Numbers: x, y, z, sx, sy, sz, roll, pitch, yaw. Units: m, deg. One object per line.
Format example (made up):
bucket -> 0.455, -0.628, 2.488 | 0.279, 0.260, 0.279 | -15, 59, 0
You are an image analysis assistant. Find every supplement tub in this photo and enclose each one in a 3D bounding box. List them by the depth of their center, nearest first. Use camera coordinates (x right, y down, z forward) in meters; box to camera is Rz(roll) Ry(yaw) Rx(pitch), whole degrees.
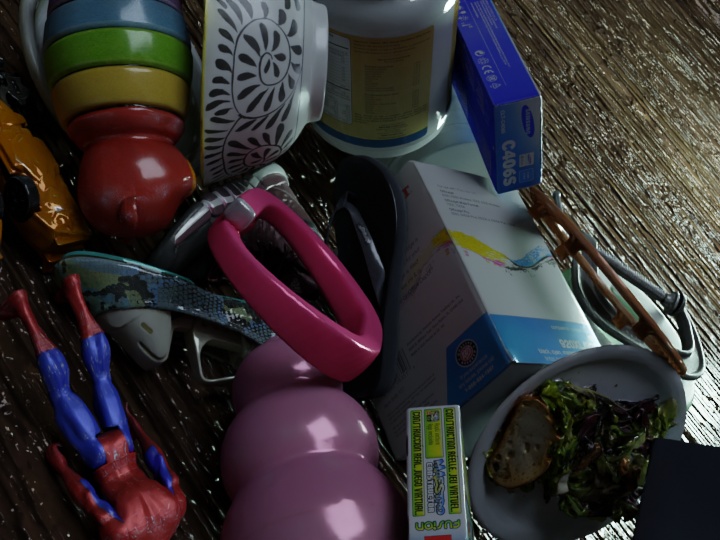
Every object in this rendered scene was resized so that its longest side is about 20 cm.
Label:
supplement tub -> 0.015, -0.217, 0.817 | 0.141, 0.202, 0.147 | 0, 52, 0
supplement tub -> 0.054, -0.167, 0.985 | 0.130, 0.132, 0.203 | 5, 50, -41

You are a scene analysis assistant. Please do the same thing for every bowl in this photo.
bowl -> -0.074, -0.165, 0.720 | 0.092, 0.203, 0.204 | 1, 47, -8

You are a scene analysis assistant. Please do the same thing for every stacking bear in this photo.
stacking bear -> -0.165, -0.123, 0.656 | 0.111, 0.121, 0.205 | -2, 80, -25

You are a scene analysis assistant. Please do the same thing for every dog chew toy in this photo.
dog chew toy -> -0.037, 0.133, 0.601 | 0.123, 0.125, 0.203 | 14, 45, -34

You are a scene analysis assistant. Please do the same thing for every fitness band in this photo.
fitness band -> -0.040, 0.006, 0.650 | 0.144, 0.037, 0.200 | 46, 9, -5

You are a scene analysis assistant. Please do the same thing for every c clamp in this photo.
c clamp -> 0.272, 0.017, 0.932 | 0.198, 0.027, 0.172 | 35, 37, -12

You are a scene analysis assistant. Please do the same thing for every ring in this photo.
ring -> 0.204, 0.012, 0.787 | 0.201, 0.019, 0.201 | 50, 6, -7

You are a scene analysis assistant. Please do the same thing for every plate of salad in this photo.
plate of salad -> 0.178, 0.150, 0.734 | 0.197, 0.203, 0.048 | 20, 19, -29

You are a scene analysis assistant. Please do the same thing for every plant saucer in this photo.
plant saucer -> -0.204, -0.155, 0.763 | 0.199, 0.050, 0.204 | 35, 43, -41

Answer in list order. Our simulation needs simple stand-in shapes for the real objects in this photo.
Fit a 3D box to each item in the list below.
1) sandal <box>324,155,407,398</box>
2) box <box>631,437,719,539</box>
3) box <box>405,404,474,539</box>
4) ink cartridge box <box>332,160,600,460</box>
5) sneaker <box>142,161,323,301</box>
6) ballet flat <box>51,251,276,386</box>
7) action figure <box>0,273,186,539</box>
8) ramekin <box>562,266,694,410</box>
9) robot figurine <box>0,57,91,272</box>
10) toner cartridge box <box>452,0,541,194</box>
sandal -> 0.000, 0.000, 0.756 | 0.042, 0.075, 0.205 | 9, 73, -43
box -> 0.251, 0.265, 0.680 | 0.102, 0.204, 0.182 | 6, 27, 24
box -> 0.057, 0.194, 0.595 | 0.034, 0.203, 0.111 | -5, 43, 7
ink cartridge box -> 0.085, 0.036, 0.797 | 0.143, 0.147, 0.203 | 7, 49, -42
sneaker -> -0.083, -0.011, 0.746 | 0.116, 0.076, 0.200 | 47, 35, -1
ballet flat -> -0.124, 0.043, 0.660 | 0.197, 0.074, 0.075 | 17, 43, -28
action figure -> -0.160, 0.104, 0.575 | 0.065, 0.052, 0.202 | -16, 71, -44
ramekin -> 0.243, 0.091, 0.939 | 0.197, 0.098, 0.203 | 26, 39, -23
robot figurine -> -0.279, -0.085, 0.638 | 0.144, 0.058, 0.202 | -18, 68, -51
toner cartridge box -> 0.116, -0.173, 0.842 | 0.042, 0.096, 0.202 | -13, 46, 0
